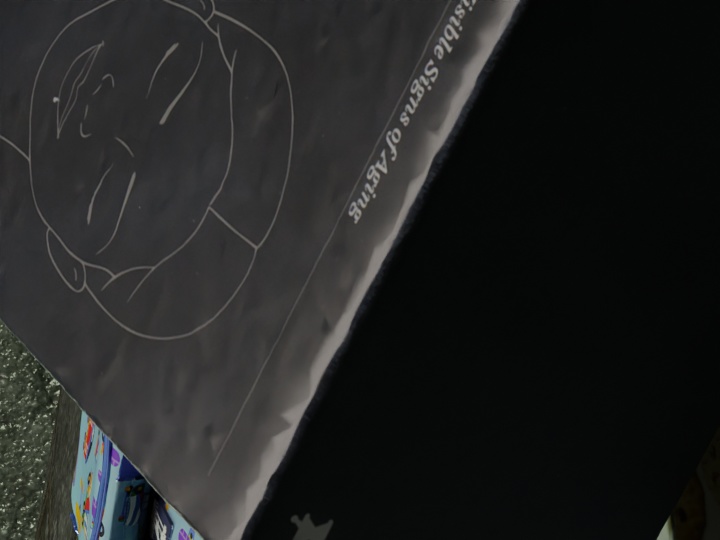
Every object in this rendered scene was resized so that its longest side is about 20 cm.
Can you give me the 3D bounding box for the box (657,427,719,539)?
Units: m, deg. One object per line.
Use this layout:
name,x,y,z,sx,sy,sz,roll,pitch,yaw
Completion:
box,0.090,0.091,0.664,0.039,0.041,0.201,110,165,-49

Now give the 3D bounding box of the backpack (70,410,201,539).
backpack,-0.051,0.104,1.180,0.200,0.134,0.183,-107,26,-61

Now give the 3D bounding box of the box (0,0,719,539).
box,0.009,-0.045,0.665,0.197,0.124,0.200,42,108,50
